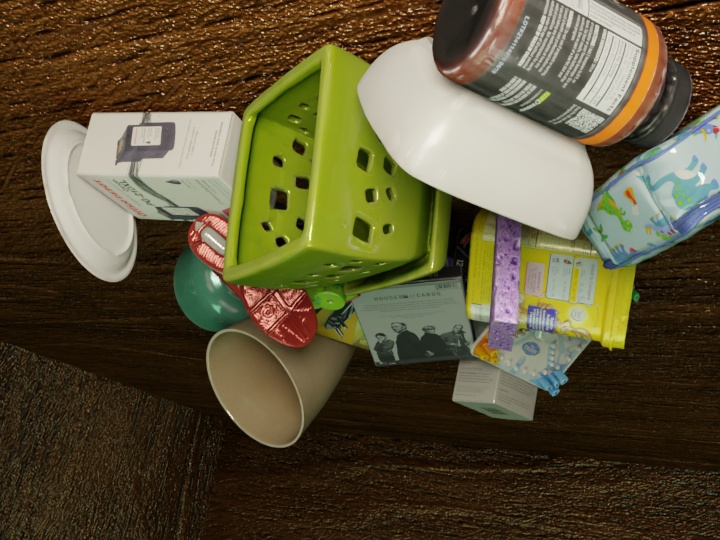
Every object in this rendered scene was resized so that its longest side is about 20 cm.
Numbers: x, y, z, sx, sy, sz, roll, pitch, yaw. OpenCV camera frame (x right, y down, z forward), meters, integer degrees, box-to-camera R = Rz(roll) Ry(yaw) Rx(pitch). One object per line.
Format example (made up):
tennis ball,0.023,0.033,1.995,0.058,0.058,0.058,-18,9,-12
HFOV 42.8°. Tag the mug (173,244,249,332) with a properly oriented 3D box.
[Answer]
mug,-0.185,-0.002,1.393,0.152,0.186,0.114,45,150,-15

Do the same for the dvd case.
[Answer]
dvd case,0.073,0.064,1.215,0.147,0.025,0.201,-5,144,10

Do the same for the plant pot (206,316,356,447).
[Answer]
plant pot,-0.094,0.125,1.355,0.185,0.191,0.199,-5,-159,42

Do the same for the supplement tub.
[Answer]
supplement tub,0.159,-0.163,0.703,0.197,0.109,0.106,19,161,-25

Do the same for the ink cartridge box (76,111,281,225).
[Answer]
ink cartridge box,-0.215,-0.121,1.104,0.196,0.086,0.145,4,162,22

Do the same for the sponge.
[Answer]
sponge,0.157,-0.026,0.979,0.029,0.204,0.112,4,161,8

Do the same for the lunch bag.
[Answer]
lunch bag,0.293,-0.080,0.814,0.159,0.083,0.200,-31,173,-17

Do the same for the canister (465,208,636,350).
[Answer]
canister,0.234,0.005,1.127,0.196,0.152,0.087,9,-157,17

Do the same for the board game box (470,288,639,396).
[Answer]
board game box,0.272,0.071,1.261,0.198,0.201,0.026,26,-163,-41

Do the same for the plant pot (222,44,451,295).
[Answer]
plant pot,-0.015,-0.080,0.936,0.179,0.204,0.199,14,163,-31

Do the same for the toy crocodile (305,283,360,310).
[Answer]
toy crocodile,0.000,0.000,1.096,0.061,0.069,0.199,32,135,-28

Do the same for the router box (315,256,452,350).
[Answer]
router box,0.009,0.028,1.236,0.155,0.053,0.200,18,142,-20

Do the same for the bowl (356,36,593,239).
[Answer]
bowl,0.105,-0.126,0.792,0.197,0.075,0.201,19,-155,-24

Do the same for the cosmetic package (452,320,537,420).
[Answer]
cosmetic package,0.214,0.109,1.359,0.084,0.204,0.107,-5,156,45

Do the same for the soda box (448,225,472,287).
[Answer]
soda box,0.131,0.004,1.304,0.062,0.072,0.200,15,162,-10

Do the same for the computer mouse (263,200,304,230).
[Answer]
computer mouse,-0.088,-0.073,1.187,0.196,0.035,0.059,12,141,-5

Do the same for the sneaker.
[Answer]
sneaker,-0.128,0.011,1.148,0.201,0.078,0.116,50,176,-1

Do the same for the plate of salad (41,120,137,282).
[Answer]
plate of salad,-0.334,-0.082,1.118,0.047,0.204,0.200,-16,155,14
